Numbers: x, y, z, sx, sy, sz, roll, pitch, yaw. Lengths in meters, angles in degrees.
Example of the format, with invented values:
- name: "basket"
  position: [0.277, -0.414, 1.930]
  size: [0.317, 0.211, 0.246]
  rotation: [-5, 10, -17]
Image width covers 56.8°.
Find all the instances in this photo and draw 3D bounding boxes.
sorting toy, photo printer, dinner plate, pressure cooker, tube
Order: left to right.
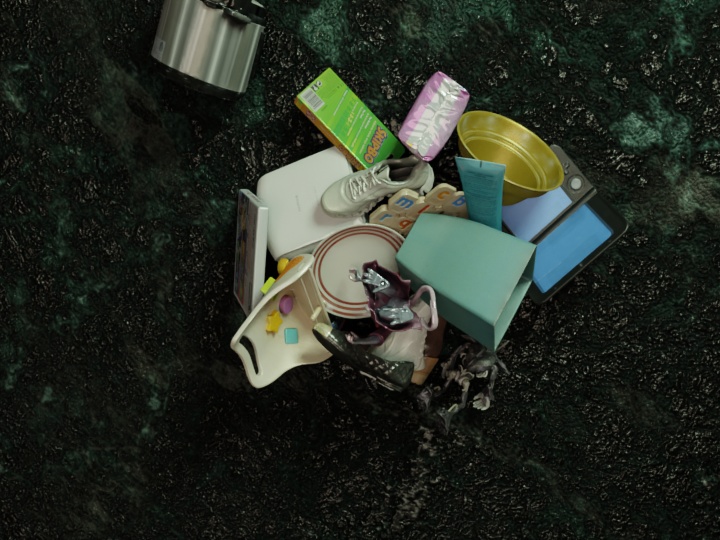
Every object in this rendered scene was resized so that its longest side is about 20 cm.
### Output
- name: "pressure cooker"
  position: [-0.248, -0.408, 1.115]
  size: [0.171, 0.179, 0.205]
  rotation: [22, 106, 6]
- name: "sorting toy"
  position: [-0.137, 0.095, 1.114]
  size: [0.105, 0.180, 0.204]
  rotation: [18, 141, 35]
- name: "photo printer"
  position: [-0.091, -0.115, 1.189]
  size: [0.194, 0.069, 0.172]
  rotation: [-18, 76, 13]
- name: "dinner plate"
  position: [0.000, 0.000, 1.167]
  size: [0.193, 0.025, 0.205]
  rotation: [-6, 126, -7]
- name: "tube"
  position: [0.193, -0.108, 1.045]
  size: [0.075, 0.201, 0.052]
  rotation: [8, 64, 18]

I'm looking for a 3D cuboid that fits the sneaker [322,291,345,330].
- name: "sneaker"
  position: [-0.052, 0.028, 1.233]
  size: [0.073, 0.079, 0.207]
  rotation: [3, 103, 7]

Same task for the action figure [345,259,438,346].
- name: "action figure"
  position: [0.047, 0.051, 1.088]
  size: [0.144, 0.201, 0.139]
  rotation: [-1, 75, 2]

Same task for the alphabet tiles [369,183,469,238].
- name: "alphabet tiles"
  position: [0.113, -0.082, 1.139]
  size: [0.196, 0.015, 0.194]
  rotation: [17, 143, -35]

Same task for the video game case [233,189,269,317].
- name: "video game case"
  position: [-0.198, -0.030, 1.198]
  size: [0.022, 0.182, 0.207]
  rotation: [0, 105, -21]

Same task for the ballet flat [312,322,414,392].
- name: "ballet flat"
  position: [0.003, 0.139, 1.127]
  size: [0.197, 0.066, 0.058]
  rotation: [32, 76, -16]

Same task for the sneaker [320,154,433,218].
- name: "sneaker"
  position: [0.021, -0.143, 1.088]
  size: [0.194, 0.081, 0.077]
  rotation: [-18, 78, 11]

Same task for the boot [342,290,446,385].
- name: "boot"
  position: [0.065, 0.102, 1.251]
  size: [0.195, 0.072, 0.171]
  rotation: [21, 93, 5]

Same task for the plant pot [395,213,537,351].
- name: "plant pot"
  position: [0.162, 0.003, 1.075]
  size: [0.196, 0.142, 0.143]
  rotation: [28, 76, 20]

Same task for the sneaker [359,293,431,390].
- name: "sneaker"
  position: [0.089, 0.125, 1.184]
  size: [0.098, 0.078, 0.202]
  rotation: [36, 104, -7]

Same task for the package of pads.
- name: "package of pads"
  position: [0.118, -0.249, 1.081]
  size: [0.075, 0.200, 0.122]
  rotation: [34, 104, -3]

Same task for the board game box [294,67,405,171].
- name: "board game box"
  position: [-0.016, -0.252, 1.163]
  size: [0.200, 0.096, 0.030]
  rotation: [44, 150, -1]

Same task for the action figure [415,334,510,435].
- name: "action figure"
  position: [0.192, 0.199, 1.224]
  size: [0.198, 0.103, 0.118]
  rotation: [-38, 63, -23]

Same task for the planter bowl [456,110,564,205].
- name: "planter bowl"
  position: [0.232, -0.170, 1.108]
  size: [0.196, 0.202, 0.084]
  rotation: [29, 131, 1]

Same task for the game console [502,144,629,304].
- name: "game console"
  position: [0.316, -0.082, 1.132]
  size: [0.199, 0.117, 0.176]
  rotation: [-42, 94, 14]
